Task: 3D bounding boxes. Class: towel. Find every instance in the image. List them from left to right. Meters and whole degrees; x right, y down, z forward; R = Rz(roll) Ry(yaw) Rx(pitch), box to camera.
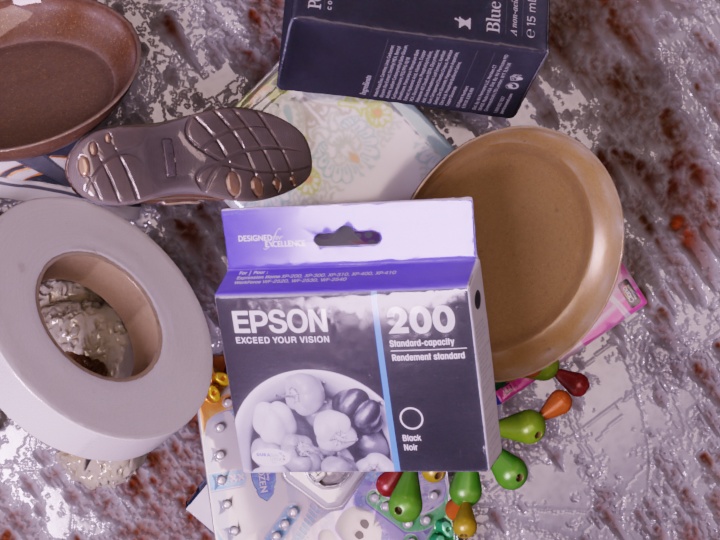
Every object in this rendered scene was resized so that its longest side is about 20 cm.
[{"bbox_3d":[-0.020,-0.083,1.247,0.171,0.048,0.200,-44,95,0],"label":"towel"}]

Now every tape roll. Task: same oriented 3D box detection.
[{"bbox_3d":[-0.197,0.040,1.090,0.203,0.203,0.037,47,126,-5],"label":"tape roll"}]

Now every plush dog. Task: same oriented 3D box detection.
[{"bbox_3d":[-0.256,0.066,1.188,0.170,0.160,0.202,12,91,17],"label":"plush dog"}]

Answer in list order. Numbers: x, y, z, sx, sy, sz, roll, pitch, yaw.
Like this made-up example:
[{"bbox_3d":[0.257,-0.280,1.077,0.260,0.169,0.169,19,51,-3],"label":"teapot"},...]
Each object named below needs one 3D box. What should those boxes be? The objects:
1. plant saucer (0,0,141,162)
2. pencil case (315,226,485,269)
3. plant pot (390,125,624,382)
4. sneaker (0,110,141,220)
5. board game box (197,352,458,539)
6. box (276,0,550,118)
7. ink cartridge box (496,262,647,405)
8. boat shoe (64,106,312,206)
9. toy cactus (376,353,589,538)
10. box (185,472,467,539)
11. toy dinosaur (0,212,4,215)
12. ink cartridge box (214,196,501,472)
[{"bbox_3d":[-0.266,-0.144,1.173,0.198,0.201,0.037,-10,134,-5],"label":"plant saucer"},{"bbox_3d":[0.000,0.000,1.185,0.198,0.091,0.084,-20,95,-2],"label":"pencil case"},{"bbox_3d":[0.109,-0.014,1.146,0.198,0.027,0.202,-8,111,-22],"label":"plant pot"},{"bbox_3d":[-0.271,-0.093,1.205,0.198,0.078,0.080,8,95,-17],"label":"sneaker"},{"bbox_3d":[-0.025,0.155,1.218,0.198,0.026,0.202,-8,85,-13],"label":"board game box"},{"bbox_3d":[0.043,-0.242,1.183,0.198,0.118,0.199,6,70,-6],"label":"box"},{"bbox_3d":[0.135,0.042,1.272,0.199,0.037,0.095,-34,94,-2],"label":"ink cartridge box"},{"bbox_3d":[-0.136,-0.087,1.179,0.198,0.072,0.077,-2,89,-24],"label":"boat shoe"},{"bbox_3d":[0.073,0.109,1.199,0.200,0.102,0.165,-42,79,-16],"label":"toy cactus"},{"bbox_3d":[-0.027,0.207,1.255,0.200,0.038,0.137,41,86,-5],"label":"box"},{"bbox_3d":[-0.352,0.019,1.152,0.085,0.136,0.201,22,103,-36],"label":"toy dinosaur"},{"bbox_3d":[-0.005,0.051,1.102,0.196,0.043,0.202,-3,107,17],"label":"ink cartridge box"}]
